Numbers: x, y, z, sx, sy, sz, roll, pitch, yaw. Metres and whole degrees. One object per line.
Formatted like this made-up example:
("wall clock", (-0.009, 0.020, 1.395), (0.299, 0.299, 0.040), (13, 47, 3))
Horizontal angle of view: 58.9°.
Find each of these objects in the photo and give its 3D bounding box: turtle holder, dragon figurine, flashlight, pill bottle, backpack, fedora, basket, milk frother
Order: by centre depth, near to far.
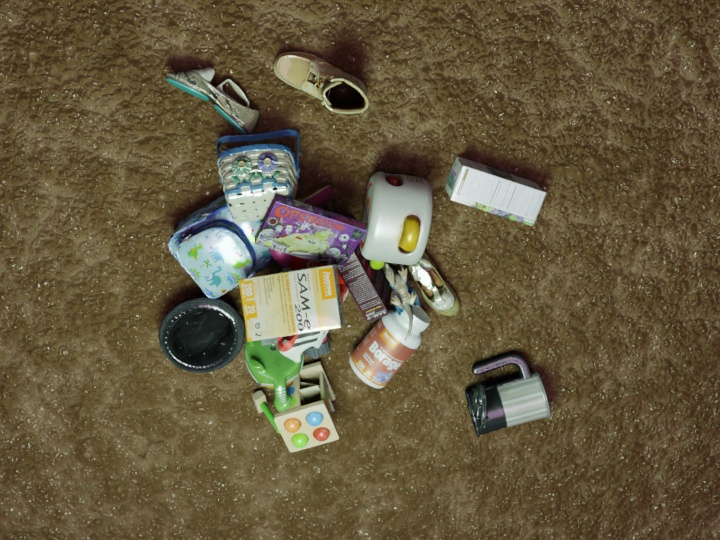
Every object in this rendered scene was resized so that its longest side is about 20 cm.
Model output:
("basket", (-0.201, -0.203, 1.283), (0.172, 0.203, 0.141), (-9, 141, -3))
("backpack", (-0.287, -0.052, 1.364), (0.198, 0.148, 0.185), (-31, 115, 4))
("dragon figurine", (0.098, 0.059, 1.412), (0.058, 0.100, 0.204), (-20, 68, 6))
("fedora", (-0.359, 0.135, 1.467), (0.195, 0.092, 0.205), (-1, 113, -2))
("turtle holder", (-0.187, 0.213, 1.469), (0.140, 0.185, 0.133), (-36, 154, -25))
("flashlight", (-0.120, 0.101, 1.484), (0.067, 0.067, 0.204), (6, 118, 43))
("pill bottle", (0.071, 0.168, 1.492), (0.111, 0.113, 0.201), (33, 108, -15))
("milk frother", (0.352, 0.314, 1.522), (0.184, 0.201, 0.184), (-16, 109, 4))

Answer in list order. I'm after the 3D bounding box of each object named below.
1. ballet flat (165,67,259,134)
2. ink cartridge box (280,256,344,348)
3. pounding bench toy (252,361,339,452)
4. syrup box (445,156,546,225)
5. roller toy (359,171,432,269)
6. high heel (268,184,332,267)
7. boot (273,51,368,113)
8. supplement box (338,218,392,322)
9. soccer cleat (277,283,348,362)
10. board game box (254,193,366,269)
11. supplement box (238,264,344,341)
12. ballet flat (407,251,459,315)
("ballet flat", (-0.291, -0.359, 1.288), (0.198, 0.068, 0.076), (32, 86, -21))
("ink cartridge box", (-0.110, 0.048, 1.412), (0.159, 0.047, 0.203), (33, 86, -31))
("pounding bench toy", (-0.164, 0.341, 1.517), (0.196, 0.157, 0.126), (-17, 125, 5))
("syrup box", (0.290, -0.172, 1.379), (0.195, 0.079, 0.083), (15, 112, -9))
("roller toy", (0.079, -0.109, 1.336), (0.136, 0.200, 0.187), (7, 70, -7))
("high heel", (-0.121, -0.099, 1.364), (0.199, 0.067, 0.097), (-38, 111, -20))
("boot", (-0.077, -0.363, 1.238), (0.196, 0.156, 0.074), (21, 111, -11))
("supplement box", (0.000, 0.000, 1.417), (0.060, 0.109, 0.202), (-22, 112, 19))
("soccer cleat", (-0.095, 0.112, 1.376), (0.200, 0.068, 0.086), (-45, 129, -8))
("board game box", (-0.099, -0.073, 1.268), (0.196, 0.033, 0.121), (16, 128, -23))
("supplement box", (-0.137, 0.065, 1.291), (0.195, 0.074, 0.129), (-9, 89, 6))
("ballet flat", (0.168, 0.039, 1.469), (0.070, 0.071, 0.201), (-31, 111, 10))
